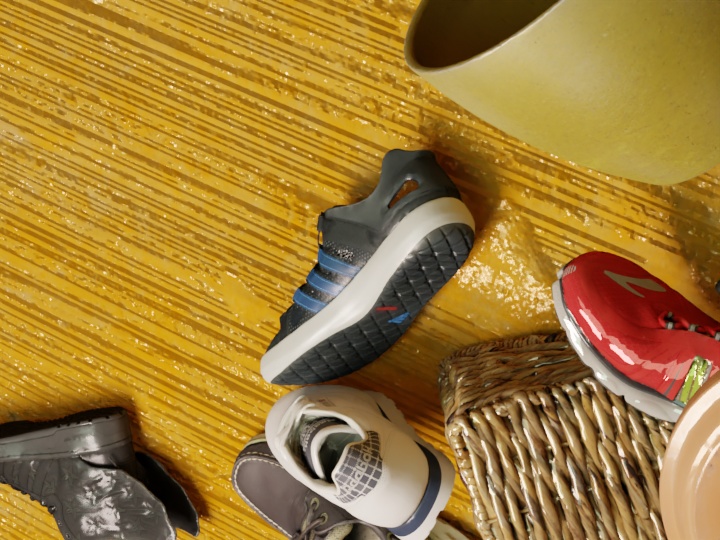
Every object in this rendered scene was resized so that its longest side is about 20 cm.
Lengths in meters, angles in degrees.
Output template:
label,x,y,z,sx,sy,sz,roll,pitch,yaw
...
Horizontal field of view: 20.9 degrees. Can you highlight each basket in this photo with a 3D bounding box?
label,x,y,z,sx,sy,sz,roll,pitch,yaw
basket,0.138,0.138,1.182,0.142,0.149,0.201,-17,101,2

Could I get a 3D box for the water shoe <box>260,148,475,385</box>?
label,x,y,z,sx,sy,sz,roll,pitch,yaw
water shoe,0.000,0.000,1.224,0.200,0.071,0.079,-43,56,38

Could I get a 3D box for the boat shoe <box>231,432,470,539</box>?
label,x,y,z,sx,sy,sz,roll,pitch,yaw
boat shoe,-0.009,0.171,1.285,0.199,0.065,0.074,25,122,24

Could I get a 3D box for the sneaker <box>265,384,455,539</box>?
label,x,y,z,sx,sy,sz,roll,pitch,yaw
sneaker,-0.018,0.105,1.211,0.200,0.080,0.077,17,84,62

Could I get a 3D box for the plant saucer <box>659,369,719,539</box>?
label,x,y,z,sx,sy,sz,roll,pitch,yaw
plant saucer,0.253,0.129,1.018,0.199,0.032,0.201,10,119,18

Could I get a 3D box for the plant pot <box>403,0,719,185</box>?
label,x,y,z,sx,sy,sz,roll,pitch,yaw
plant pot,0.143,-0.129,1.012,0.200,0.201,0.142,-31,116,37

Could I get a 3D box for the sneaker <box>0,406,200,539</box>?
label,x,y,z,sx,sy,sz,roll,pitch,yaw
sneaker,-0.212,0.159,1.414,0.199,0.060,0.105,-11,98,32

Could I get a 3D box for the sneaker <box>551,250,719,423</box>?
label,x,y,z,sx,sy,sz,roll,pitch,yaw
sneaker,0.198,0.047,1.066,0.200,0.077,0.085,37,143,3

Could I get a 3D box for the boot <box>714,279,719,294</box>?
label,x,y,z,sx,sy,sz,roll,pitch,yaw
boot,0.295,0.025,1.038,0.199,0.068,0.131,-20,106,40
